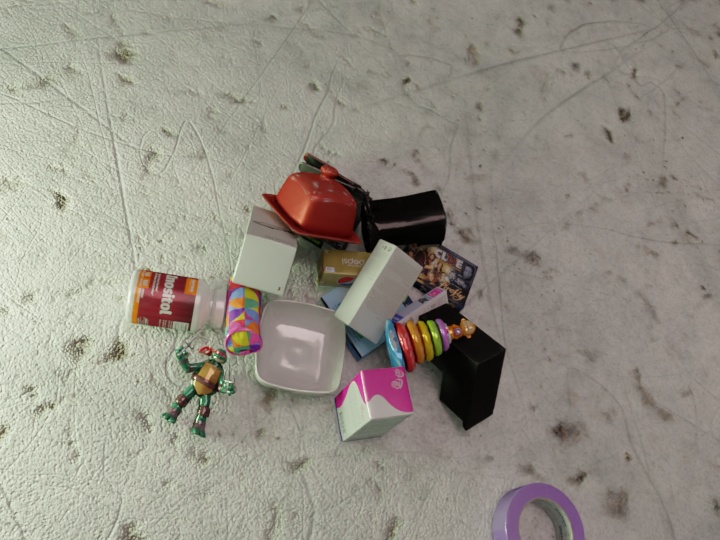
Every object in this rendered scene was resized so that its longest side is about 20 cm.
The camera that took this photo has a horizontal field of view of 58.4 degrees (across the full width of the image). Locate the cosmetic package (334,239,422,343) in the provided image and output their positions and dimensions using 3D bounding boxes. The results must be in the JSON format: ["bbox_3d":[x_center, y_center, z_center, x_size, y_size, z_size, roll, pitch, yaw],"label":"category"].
[{"bbox_3d":[0.041,0.047,1.436,0.101,0.071,0.202,35,85,-35],"label":"cosmetic package"}]

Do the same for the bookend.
[{"bbox_3d":[0.223,0.221,1.495,0.091,0.203,0.198,-20,39,-30],"label":"bookend"}]

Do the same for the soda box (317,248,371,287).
[{"bbox_3d":[0.000,0.000,1.516,0.196,0.068,0.065,6,62,-16],"label":"soda box"}]

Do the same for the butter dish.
[{"bbox_3d":[-0.092,-0.166,1.462,0.197,0.150,0.200,8,26,-39],"label":"butter dish"}]

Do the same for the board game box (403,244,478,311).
[{"bbox_3d":[0.194,0.000,1.654,0.197,0.035,0.137,29,59,-4],"label":"board game box"}]

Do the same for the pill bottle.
[{"bbox_3d":[-0.389,0.068,1.372,0.196,0.113,0.115,9,62,-15],"label":"pill bottle"}]

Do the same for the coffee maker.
[{"bbox_3d":[0.106,-0.118,1.558,0.196,0.192,0.138,-11,77,-7],"label":"coffee maker"}]

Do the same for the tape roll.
[{"bbox_3d":[0.393,0.579,1.423,0.196,0.066,0.204,8,64,-16],"label":"tape roll"}]

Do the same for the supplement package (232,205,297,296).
[{"bbox_3d":[-0.207,-0.048,1.433,0.115,0.119,0.201,16,21,-12],"label":"supplement package"}]

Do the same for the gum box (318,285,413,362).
[{"bbox_3d":[0.025,0.093,1.544,0.198,0.045,0.171,-30,77,-28],"label":"gum box"}]

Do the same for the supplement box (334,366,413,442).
[{"bbox_3d":[0.024,0.284,1.359,0.101,0.200,0.103,-3,66,-20],"label":"supplement box"}]

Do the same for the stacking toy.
[{"bbox_3d":[0.155,0.147,1.386,0.196,0.110,0.118,-15,63,-3],"label":"stacking toy"}]

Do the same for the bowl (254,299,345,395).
[{"bbox_3d":[-0.138,0.178,1.429,0.196,0.075,0.203,12,61,-14],"label":"bowl"}]

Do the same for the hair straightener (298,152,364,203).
[{"bbox_3d":[-0.071,-0.214,1.619,0.198,0.041,0.078,33,57,-8],"label":"hair straightener"}]

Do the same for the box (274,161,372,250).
[{"bbox_3d":[-0.093,-0.156,1.624,0.198,0.048,0.195,31,60,-3],"label":"box"}]

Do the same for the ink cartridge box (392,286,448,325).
[{"bbox_3d":[0.133,0.137,1.525,0.198,0.042,0.121,-31,122,-31],"label":"ink cartridge box"}]

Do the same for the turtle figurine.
[{"bbox_3d":[-0.319,0.228,1.327,0.147,0.101,0.203,21,74,9],"label":"turtle figurine"}]

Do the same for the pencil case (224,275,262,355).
[{"bbox_3d":[-0.248,0.093,1.376,0.087,0.090,0.202,10,34,-14],"label":"pencil case"}]
